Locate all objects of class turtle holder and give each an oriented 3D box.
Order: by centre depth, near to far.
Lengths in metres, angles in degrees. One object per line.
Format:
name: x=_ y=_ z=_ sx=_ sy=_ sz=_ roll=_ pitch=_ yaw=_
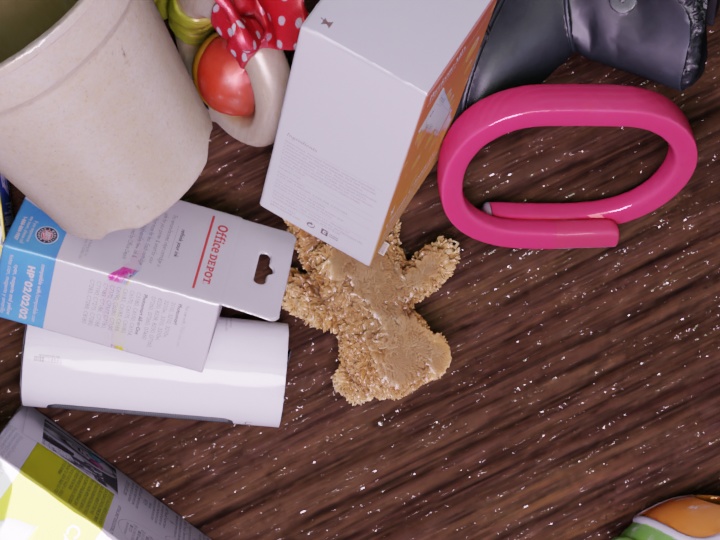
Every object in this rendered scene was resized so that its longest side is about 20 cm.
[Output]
turtle holder: x=0.272 y=0.258 z=1.313 sx=0.131 sy=0.141 sz=0.186 roll=-37 pitch=87 yaw=-19

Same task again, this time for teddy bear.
teddy bear: x=0.000 y=0.000 z=1.315 sx=0.145 sy=0.067 sz=0.201 roll=-37 pitch=91 yaw=-14

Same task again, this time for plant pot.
plant pot: x=-0.197 y=-0.127 z=1.151 sx=0.200 sy=0.201 sz=0.184 roll=-35 pitch=131 yaw=-2

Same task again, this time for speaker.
speaker: x=-0.152 y=0.070 z=1.291 sx=0.197 sy=0.081 sz=0.082 roll=5 pitch=93 yaw=-7

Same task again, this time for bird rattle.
bird rattle: x=-0.089 y=-0.168 z=1.237 sx=0.112 sy=0.199 sz=0.164 roll=-39 pitch=125 yaw=-30

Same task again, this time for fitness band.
fitness band: x=0.154 y=-0.078 z=1.288 sx=0.197 sy=0.038 sz=0.145 roll=-1 pitch=136 yaw=-10

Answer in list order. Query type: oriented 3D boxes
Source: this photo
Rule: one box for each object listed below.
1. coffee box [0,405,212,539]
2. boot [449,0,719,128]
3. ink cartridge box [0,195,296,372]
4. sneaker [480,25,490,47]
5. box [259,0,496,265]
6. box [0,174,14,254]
coffee box: x=-0.232 y=0.246 z=1.235 sx=0.197 sy=0.200 sz=0.201 roll=36 pitch=90 yaw=-6
boot: x=0.170 y=-0.166 z=1.284 sx=0.167 sy=0.076 sz=0.202 roll=22 pitch=85 yaw=17
ink cartridge box: x=-0.154 y=0.002 z=1.247 sx=0.198 sy=0.116 sz=0.068 roll=16 pitch=125 yaw=-4
sneaker: x=0.016 y=-0.221 z=1.275 sx=0.087 sy=0.076 sz=0.201 roll=-42 pitch=66 yaw=16
box: x=0.011 y=-0.121 z=1.203 sx=0.097 sy=0.201 sz=0.125 roll=29 pitch=56 yaw=7
box: x=-0.302 y=-0.098 z=1.276 sx=0.069 sy=0.064 sz=0.203 roll=-7 pitch=93 yaw=-5
